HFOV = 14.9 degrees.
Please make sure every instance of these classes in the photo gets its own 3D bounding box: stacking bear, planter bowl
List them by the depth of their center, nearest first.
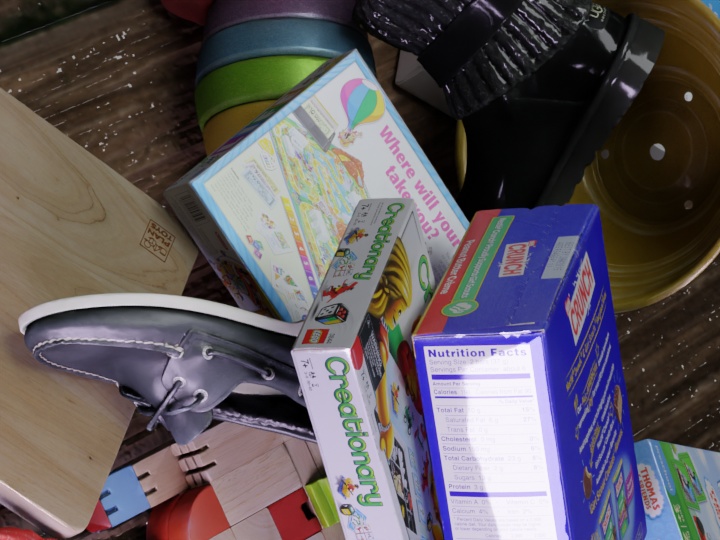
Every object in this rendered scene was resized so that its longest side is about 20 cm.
[{"bbox_3d":[-0.045,-0.078,1.566,0.113,0.121,0.201,10,70,-33],"label":"stacking bear"},{"bbox_3d":[0.162,-0.073,1.637,0.083,0.200,0.202,5,64,-57],"label":"planter bowl"}]

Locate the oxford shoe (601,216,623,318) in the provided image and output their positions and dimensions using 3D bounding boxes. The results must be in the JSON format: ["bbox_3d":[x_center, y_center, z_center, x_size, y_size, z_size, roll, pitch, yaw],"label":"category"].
[{"bbox_3d":[0.108,0.040,1.653,0.071,0.073,0.201,39,49,-19],"label":"oxford shoe"}]

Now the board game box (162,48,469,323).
[{"bbox_3d":[0.000,0.000,1.501,0.134,0.034,0.201,-40,103,-29],"label":"board game box"}]

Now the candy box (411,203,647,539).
[{"bbox_3d":[0.091,0.088,1.434,0.169,0.076,0.201,-56,141,-63],"label":"candy box"}]

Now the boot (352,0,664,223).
[{"bbox_3d":[0.057,-0.099,1.553,0.157,0.212,0.080,28,31,-7],"label":"boot"}]

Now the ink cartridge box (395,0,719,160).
[{"bbox_3d":[0.129,-0.147,1.757,0.199,0.084,0.145,28,53,-27],"label":"ink cartridge box"}]

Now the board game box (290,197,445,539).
[{"bbox_3d":[0.018,0.081,1.396,0.127,0.034,0.201,-67,149,-50],"label":"board game box"}]

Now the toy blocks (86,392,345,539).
[{"bbox_3d":[-0.064,0.157,1.446,0.136,0.100,0.201,-26,93,-33],"label":"toy blocks"}]

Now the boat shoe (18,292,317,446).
[{"bbox_3d":[-0.079,0.057,1.391,0.198,0.074,0.067,11,67,-33],"label":"boat shoe"}]

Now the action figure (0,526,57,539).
[{"bbox_3d":[-0.204,0.134,1.353,0.199,0.065,0.052,33,39,-19],"label":"action figure"}]

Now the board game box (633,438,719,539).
[{"bbox_3d":[0.205,0.180,1.628,0.200,0.036,0.152,17,53,-70],"label":"board game box"}]

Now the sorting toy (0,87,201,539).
[{"bbox_3d":[-0.205,0.013,1.407,0.200,0.069,0.200,37,50,-21],"label":"sorting toy"}]
